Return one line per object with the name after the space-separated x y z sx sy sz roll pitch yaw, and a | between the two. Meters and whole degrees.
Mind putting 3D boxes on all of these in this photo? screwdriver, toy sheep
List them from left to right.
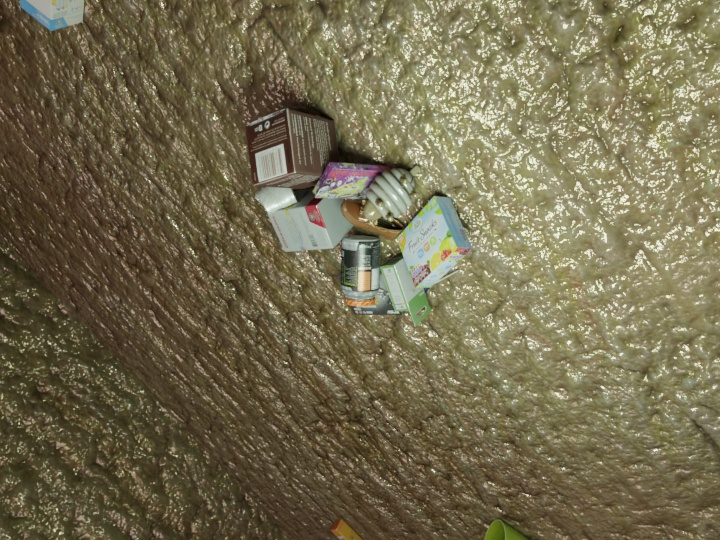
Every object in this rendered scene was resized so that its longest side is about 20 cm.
0.087 -0.209 1.438 0.199 0.138 0.139 -38 103 0 | toy sheep
0.223 0.037 1.622 0.029 0.028 0.199 23 144 -25 | screwdriver

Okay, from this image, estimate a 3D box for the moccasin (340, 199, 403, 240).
0.034 -0.149 1.527 0.199 0.075 0.078 29 147 -20 | moccasin

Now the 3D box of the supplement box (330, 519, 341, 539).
-0.062 1.417 2.833 0.200 0.067 0.069 46 135 -5 | supplement box

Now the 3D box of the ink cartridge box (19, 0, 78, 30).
-0.922 -0.858 1.599 0.125 0.129 0.200 39 135 0 | ink cartridge box

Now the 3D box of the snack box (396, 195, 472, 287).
0.198 -0.075 1.467 0.200 0.067 0.171 -46 52 45 | snack box

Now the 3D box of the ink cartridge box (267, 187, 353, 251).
-0.152 -0.159 1.631 0.197 0.145 0.147 -2 123 33 | ink cartridge box

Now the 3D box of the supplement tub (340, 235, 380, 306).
0.000 0.000 1.627 0.121 0.122 0.204 8 102 27 | supplement tub

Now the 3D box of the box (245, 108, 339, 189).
-0.180 -0.322 1.451 0.164 0.199 0.168 -8 90 36 | box

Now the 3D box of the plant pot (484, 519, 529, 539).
0.616 1.122 2.118 0.197 0.189 0.188 22 134 -4 | plant pot

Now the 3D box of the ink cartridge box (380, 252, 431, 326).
0.138 0.058 1.614 0.059 0.103 0.203 -9 107 41 | ink cartridge box

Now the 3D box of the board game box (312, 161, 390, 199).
-0.022 -0.243 1.464 0.120 0.197 0.033 -55 51 43 | board game box

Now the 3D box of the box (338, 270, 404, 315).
0.042 0.069 1.749 0.197 0.048 0.160 -2 122 33 | box

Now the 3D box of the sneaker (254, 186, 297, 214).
-0.274 -0.262 1.596 0.114 0.202 0.074 -26 150 2 | sneaker
